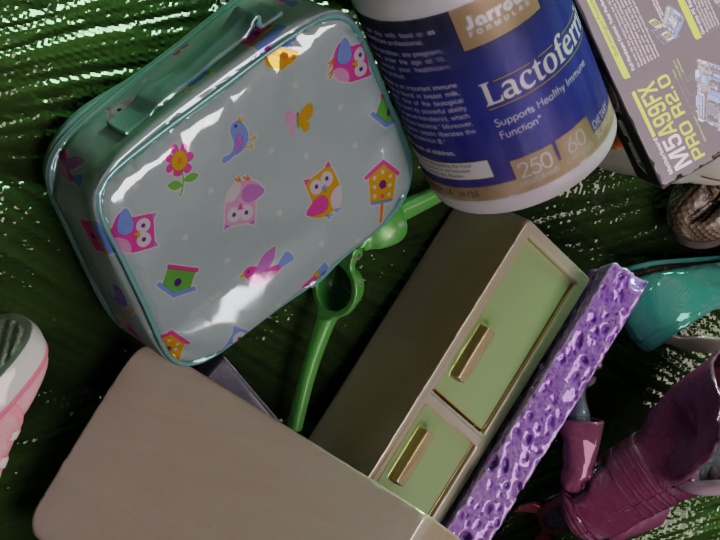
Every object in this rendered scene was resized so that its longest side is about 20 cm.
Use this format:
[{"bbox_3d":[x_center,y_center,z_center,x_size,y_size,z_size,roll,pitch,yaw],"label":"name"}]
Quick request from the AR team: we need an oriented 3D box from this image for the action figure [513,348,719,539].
[{"bbox_3d":[0.191,0.135,1.831,0.200,0.149,0.134,-34,124,18],"label":"action figure"}]

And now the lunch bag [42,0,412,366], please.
[{"bbox_3d":[-0.072,-0.060,1.589,0.200,0.077,0.160,-39,127,-19],"label":"lunch bag"}]

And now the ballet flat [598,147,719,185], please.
[{"bbox_3d":[0.240,-0.083,1.798,0.200,0.064,0.067,-6,129,-18],"label":"ballet flat"}]

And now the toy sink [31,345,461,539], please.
[{"bbox_3d":[-0.063,0.152,1.623,0.130,0.200,0.112,-59,161,-5],"label":"toy sink"}]

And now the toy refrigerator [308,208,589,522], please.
[{"bbox_3d":[0.052,0.063,1.731,0.076,0.070,0.200,43,76,-41],"label":"toy refrigerator"}]

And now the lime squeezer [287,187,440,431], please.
[{"bbox_3d":[0.000,0.000,1.705,0.200,0.038,0.071,-55,160,-10],"label":"lime squeezer"}]

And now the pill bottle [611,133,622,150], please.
[{"bbox_3d":[0.164,-0.175,1.708,0.106,0.106,0.200,21,95,-42],"label":"pill bottle"}]

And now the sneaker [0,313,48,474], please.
[{"bbox_3d":[-0.224,0.120,1.545,0.200,0.075,0.105,-48,126,-2],"label":"sneaker"}]

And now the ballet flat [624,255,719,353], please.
[{"bbox_3d":[0.252,0.016,1.879,0.200,0.067,0.070,-12,85,-29],"label":"ballet flat"}]

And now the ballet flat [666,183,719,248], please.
[{"bbox_3d":[0.282,-0.077,1.870,0.200,0.067,0.046,-27,139,-20],"label":"ballet flat"}]

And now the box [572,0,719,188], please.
[{"bbox_3d":[0.193,-0.172,1.637,0.160,0.044,0.200,-30,106,-7],"label":"box"}]

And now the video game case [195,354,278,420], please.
[{"bbox_3d":[-0.082,0.160,1.713,0.143,0.019,0.200,-48,129,-12],"label":"video game case"}]

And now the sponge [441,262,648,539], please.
[{"bbox_3d":[0.105,0.086,1.772,0.030,0.112,0.200,33,85,-5],"label":"sponge"}]

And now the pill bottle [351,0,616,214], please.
[{"bbox_3d":[0.060,-0.141,1.588,0.116,0.116,0.200,-38,123,-20],"label":"pill bottle"}]
